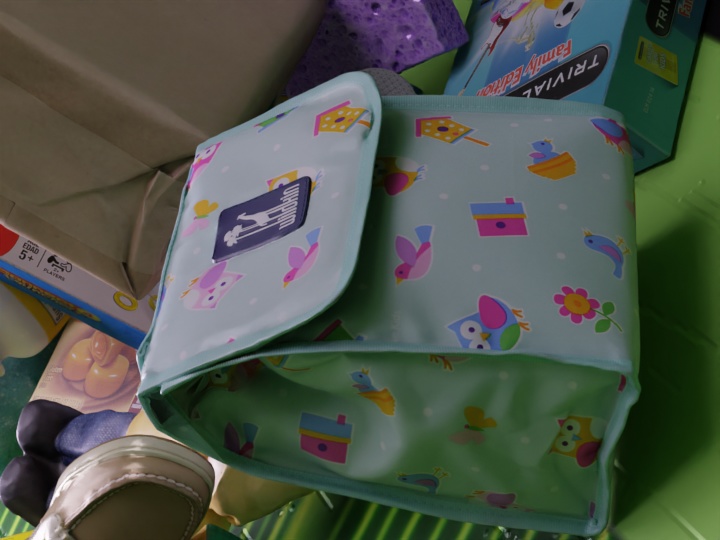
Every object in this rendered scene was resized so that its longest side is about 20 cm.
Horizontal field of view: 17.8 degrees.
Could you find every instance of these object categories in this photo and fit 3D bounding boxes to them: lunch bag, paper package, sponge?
[{"bbox_3d":[0.013,0.009,0.968,0.171,0.199,0.122,-83,0,-47],"label":"lunch bag"},{"bbox_3d":[-0.136,-0.110,1.142,0.104,0.190,0.200,-60,2,31],"label":"paper package"},{"bbox_3d":[-0.028,-0.190,1.208,0.111,0.200,0.030,-19,8,41],"label":"sponge"}]

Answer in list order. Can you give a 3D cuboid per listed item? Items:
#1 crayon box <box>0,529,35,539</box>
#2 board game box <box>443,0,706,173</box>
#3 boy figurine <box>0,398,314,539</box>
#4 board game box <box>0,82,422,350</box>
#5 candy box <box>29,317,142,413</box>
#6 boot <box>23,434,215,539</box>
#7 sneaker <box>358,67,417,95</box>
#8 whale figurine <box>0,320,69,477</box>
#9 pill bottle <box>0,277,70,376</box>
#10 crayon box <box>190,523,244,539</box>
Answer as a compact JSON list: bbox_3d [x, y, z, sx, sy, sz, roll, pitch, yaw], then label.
[{"bbox_3d":[-0.189,0.213,1.310,0.200,0.051,0.127,-20,43,56],"label":"crayon box"},{"bbox_3d":[0.109,-0.124,1.154,0.151,0.047,0.200,-27,38,50],"label":"board game box"},{"bbox_3d":[-0.103,0.108,1.184,0.200,0.064,0.125,-2,64,47],"label":"boy figurine"},{"bbox_3d":[-0.096,-0.055,1.271,0.196,0.200,0.056,-64,4,-15],"label":"board game box"},{"bbox_3d":[-0.109,0.011,1.372,0.115,0.055,0.200,3,63,47],"label":"candy box"},{"bbox_3d":[-0.140,0.180,1.083,0.200,0.072,0.155,-45,24,38],"label":"boot"},{"bbox_3d":[0.000,0.000,1.202,0.080,0.070,0.201,41,-117,-75],"label":"sneaker"},{"bbox_3d":[-0.179,0.055,1.447,0.200,0.104,0.159,-41,-18,-14],"label":"whale figurine"},{"bbox_3d":[-0.200,-0.023,1.333,0.200,0.114,0.114,-51,21,-16],"label":"pill bottle"},{"bbox_3d":[-0.112,0.233,1.126,0.200,0.058,0.119,-46,26,25],"label":"crayon box"}]
